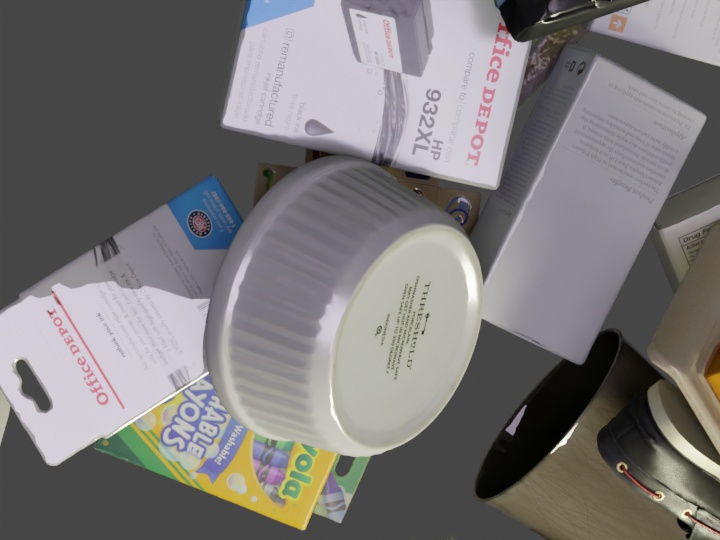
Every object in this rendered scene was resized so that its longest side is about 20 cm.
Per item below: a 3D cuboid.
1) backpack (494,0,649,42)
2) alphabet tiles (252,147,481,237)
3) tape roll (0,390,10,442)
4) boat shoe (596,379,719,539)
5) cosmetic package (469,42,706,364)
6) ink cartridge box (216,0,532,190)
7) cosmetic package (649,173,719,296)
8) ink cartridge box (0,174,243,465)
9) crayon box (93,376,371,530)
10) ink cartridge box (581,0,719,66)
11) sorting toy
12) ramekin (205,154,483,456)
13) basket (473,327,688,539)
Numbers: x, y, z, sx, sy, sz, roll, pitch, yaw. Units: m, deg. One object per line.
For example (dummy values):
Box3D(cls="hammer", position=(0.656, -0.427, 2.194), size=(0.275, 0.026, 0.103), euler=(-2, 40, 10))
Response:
Box3D(cls="backpack", position=(0.132, -0.264, 1.420), size=(0.162, 0.154, 0.201), euler=(-20, 94, -19))
Box3D(cls="alphabet tiles", position=(0.000, 0.000, 1.535), size=(0.165, 0.006, 0.201), euler=(7, 87, -10))
Box3D(cls="tape roll", position=(-0.348, 0.099, 1.495), size=(0.201, 0.139, 0.204), euler=(-1, 103, -5))
Box3D(cls="boat shoe", position=(0.240, 0.150, 1.444), size=(0.063, 0.074, 0.201), euler=(-38, 120, 25))
Box3D(cls="cosmetic package", position=(0.151, -0.047, 1.516), size=(0.101, 0.074, 0.201), euler=(26, 95, -18))
Box3D(cls="ink cartridge box", position=(0.012, -0.149, 1.484), size=(0.199, 0.084, 0.146), euler=(13, 96, -7))
Box3D(cls="cosmetic package", position=(0.291, 0.031, 1.561), size=(0.103, 0.073, 0.201), euler=(-23, 104, 1))
Box3D(cls="ink cartridge box", position=(-0.156, 0.036, 1.476), size=(0.199, 0.067, 0.116), euler=(-31, 90, -5))
Box3D(cls="crayon box", position=(-0.079, 0.103, 1.562), size=(0.199, 0.052, 0.126), euler=(22, 101, -10))
Box3D(cls="ink cartridge box", position=(0.279, -0.240, 1.510), size=(0.199, 0.047, 0.199), euler=(14, 101, -9))
Box3D(cls="sorting toy", position=(0.283, 0.083, 1.450), size=(0.036, 0.185, 0.200), euler=(-27, 106, 37))
Box3D(cls="ramekin", position=(-0.002, 0.031, 1.426), size=(0.202, 0.094, 0.204), euler=(-26, 126, -42))
Box3D(cls="basket", position=(0.210, 0.160, 1.536), size=(0.200, 0.136, 0.180), euler=(36, 138, -8))
